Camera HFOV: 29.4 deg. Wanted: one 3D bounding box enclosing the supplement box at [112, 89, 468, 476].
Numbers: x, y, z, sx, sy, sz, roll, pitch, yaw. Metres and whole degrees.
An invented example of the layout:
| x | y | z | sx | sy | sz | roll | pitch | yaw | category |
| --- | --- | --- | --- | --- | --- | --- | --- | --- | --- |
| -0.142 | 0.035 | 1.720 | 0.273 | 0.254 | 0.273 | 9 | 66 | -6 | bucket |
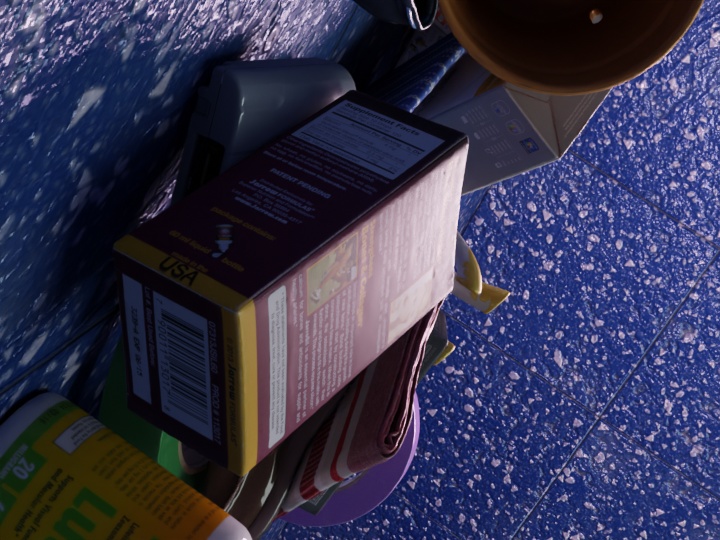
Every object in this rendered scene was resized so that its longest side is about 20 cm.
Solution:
| x | y | z | sx | sy | sz | roll | pitch | yaw | category |
| --- | --- | --- | --- | --- | --- | --- | --- | --- | --- |
| -0.032 | -0.001 | 0.740 | 0.200 | 0.085 | 0.111 | -39 | 143 | -41 | supplement box |

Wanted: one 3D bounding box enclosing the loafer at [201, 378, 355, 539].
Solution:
| x | y | z | sx | sy | sz | roll | pitch | yaw | category |
| --- | --- | --- | --- | --- | --- | --- | --- | --- | --- |
| -0.073 | 0.106 | 0.921 | 0.201 | 0.071 | 0.073 | -60 | -162 | 1 | loafer |

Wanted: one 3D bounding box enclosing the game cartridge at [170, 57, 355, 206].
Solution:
| x | y | z | sx | sy | sz | roll | pitch | yaw | category |
| --- | --- | --- | --- | --- | --- | --- | --- | --- | --- |
| -0.063 | -0.024 | 0.801 | 0.133 | 0.041 | 0.202 | -13 | 124 | -54 | game cartridge |

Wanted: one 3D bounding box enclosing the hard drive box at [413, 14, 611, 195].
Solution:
| x | y | z | sx | sy | sz | roll | pitch | yaw | category |
| --- | --- | --- | --- | --- | --- | --- | --- | --- | --- |
| 0.119 | -0.145 | 1.171 | 0.199 | 0.077 | 0.156 | -20 | -155 | 55 | hard drive box |

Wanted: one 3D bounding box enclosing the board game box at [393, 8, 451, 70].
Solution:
| x | y | z | sx | sy | sz | roll | pitch | yaw | category |
| --- | --- | --- | --- | --- | --- | --- | --- | --- | --- |
| 0.111 | -0.241 | 1.182 | 0.200 | 0.035 | 0.126 | -47 | 178 | -21 | board game box |

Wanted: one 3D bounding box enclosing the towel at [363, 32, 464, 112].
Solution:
| x | y | z | sx | sy | sz | roll | pitch | yaw | category |
| --- | --- | --- | --- | --- | --- | --- | --- | --- | --- |
| 0.008 | -0.107 | 1.038 | 0.144 | 0.024 | 0.200 | -27 | -160 | 48 | towel |

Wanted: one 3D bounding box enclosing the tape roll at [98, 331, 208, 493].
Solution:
| x | y | z | sx | sy | sz | roll | pitch | yaw | category |
| --- | --- | --- | --- | --- | --- | --- | --- | --- | --- |
| -0.105 | 0.059 | 0.931 | 0.200 | 0.048 | 0.202 | 21 | 90 | -76 | tape roll |

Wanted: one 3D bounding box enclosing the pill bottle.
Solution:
| x | y | z | sx | sy | sz | roll | pitch | yaw | category |
| --- | --- | --- | --- | --- | --- | --- | --- | --- | --- |
| -0.132 | 0.169 | 0.789 | 0.112 | 0.199 | 0.111 | -55 | 173 | -10 | pill bottle |

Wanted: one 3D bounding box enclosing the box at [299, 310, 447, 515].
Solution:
| x | y | z | sx | sy | sz | roll | pitch | yaw | category |
| --- | --- | --- | --- | --- | --- | --- | --- | --- | --- |
| -0.049 | 0.081 | 1.087 | 0.201 | 0.157 | 0.051 | -55 | -164 | 22 | box |

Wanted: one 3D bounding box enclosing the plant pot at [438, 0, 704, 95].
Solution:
| x | y | z | sx | sy | sz | roll | pitch | yaw | category |
| --- | --- | --- | --- | --- | --- | --- | --- | --- | --- |
| 0.144 | -0.239 | 0.998 | 0.201 | 0.199 | 0.140 | -58 | -171 | 14 | plant pot |

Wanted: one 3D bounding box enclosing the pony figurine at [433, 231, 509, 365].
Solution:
| x | y | z | sx | sy | sz | roll | pitch | yaw | category |
| --- | --- | --- | --- | --- | --- | --- | --- | --- | --- |
| 0.000 | 0.000 | 1.159 | 0.193 | 0.200 | 0.167 | -41 | -179 | 2 | pony figurine |

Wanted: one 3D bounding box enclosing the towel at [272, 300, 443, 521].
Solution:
| x | y | z | sx | sy | sz | roll | pitch | yaw | category |
| --- | --- | --- | --- | --- | --- | --- | --- | --- | --- |
| -0.015 | 0.095 | 0.938 | 0.200 | 0.023 | 0.145 | -38 | -154 | 50 | towel |

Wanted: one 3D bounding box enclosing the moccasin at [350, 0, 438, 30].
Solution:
| x | y | z | sx | sy | sz | roll | pitch | yaw | category |
| --- | --- | --- | --- | --- | --- | --- | --- | --- | --- |
| 0.036 | -0.209 | 0.791 | 0.081 | 0.068 | 0.200 | -55 | 173 | -15 | moccasin |

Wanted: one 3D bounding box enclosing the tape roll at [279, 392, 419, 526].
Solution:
| x | y | z | sx | sy | sz | roll | pitch | yaw | category |
| --- | --- | --- | --- | --- | --- | --- | --- | --- | --- |
| -0.040 | 0.152 | 1.382 | 0.201 | 0.199 | 0.066 | -57 | 173 | 3 | tape roll |
